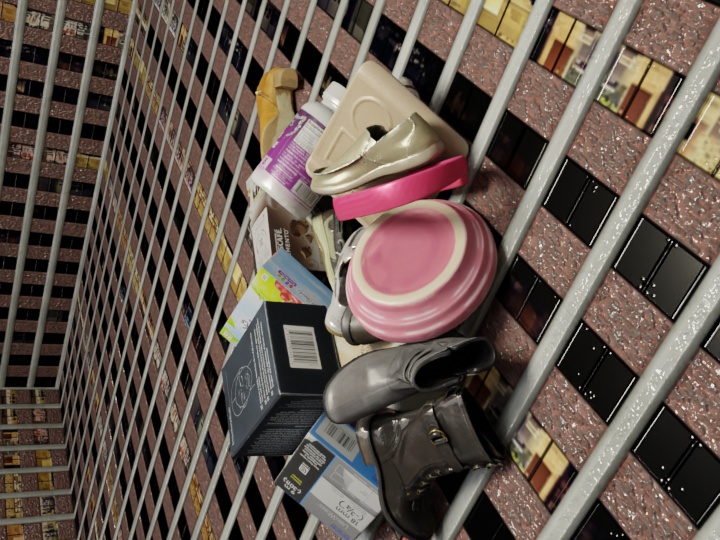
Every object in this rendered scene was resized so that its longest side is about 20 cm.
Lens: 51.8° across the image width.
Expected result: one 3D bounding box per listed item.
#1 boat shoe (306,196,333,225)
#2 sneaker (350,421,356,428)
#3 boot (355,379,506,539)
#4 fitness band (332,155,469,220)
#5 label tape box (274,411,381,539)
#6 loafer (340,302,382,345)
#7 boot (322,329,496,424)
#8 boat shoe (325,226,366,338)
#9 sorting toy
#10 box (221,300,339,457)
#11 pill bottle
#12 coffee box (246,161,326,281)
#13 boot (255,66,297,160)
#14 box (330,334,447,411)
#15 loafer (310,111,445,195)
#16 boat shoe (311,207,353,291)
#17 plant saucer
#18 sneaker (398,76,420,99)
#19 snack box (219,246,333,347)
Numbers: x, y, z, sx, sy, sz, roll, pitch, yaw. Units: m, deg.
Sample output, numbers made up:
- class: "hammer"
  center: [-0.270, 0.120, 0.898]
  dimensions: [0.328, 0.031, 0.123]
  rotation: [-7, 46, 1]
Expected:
- class: "boat shoe"
  center: [-0.067, -0.175, 1.250]
  dimensions: [0.092, 0.074, 0.203]
  rotation: [-30, 69, 35]
- class: "sneaker"
  center: [-0.044, 0.252, 1.143]
  dimensions: [0.199, 0.079, 0.090]
  rotation: [-2, 93, 61]
- class: "boot"
  center: [0.096, 0.236, 0.890]
  dimensions: [0.172, 0.069, 0.203]
  rotation: [-18, 106, 33]
- class: "fitness band"
  center: [0.049, -0.100, 0.915]
  dimensions: [0.199, 0.142, 0.038]
  rotation: [-8, 100, 58]
- class: "label tape box"
  center: [-0.043, 0.312, 1.062]
  dimensions: [0.143, 0.063, 0.201]
  rotation: [37, 128, 6]
- class: "loafer"
  center: [0.048, 0.017, 0.983]
  dimensions: [0.070, 0.073, 0.202]
  rotation: [10, 63, 35]
- class: "boot"
  center: [0.049, 0.119, 0.850]
  dimensions: [0.071, 0.198, 0.132]
  rotation: [61, 172, -3]
- class: "boat shoe"
  center: [0.000, 0.000, 1.048]
  dimensions: [0.070, 0.069, 0.202]
  rotation: [103, -179, -46]
- class: "sorting toy"
  center: [0.033, -0.157, 1.028]
  dimensions: [0.185, 0.036, 0.201]
  rotation: [42, 129, 5]
- class: "box"
  center: [-0.120, 0.165, 1.097]
  dimensions: [0.201, 0.105, 0.151]
  rotation: [-52, 42, 43]
- class: "pill bottle"
  center: [-0.073, -0.191, 1.169]
  dimensions: [0.201, 0.112, 0.112]
  rotation: [-52, 36, 1]
- class: "coffee box"
  center: [-0.129, -0.076, 1.294]
  dimensions: [0.080, 0.111, 0.204]
  rotation: [-38, 53, 50]
- class: "boot"
  center: [-0.172, -0.295, 1.457]
  dimensions: [0.144, 0.070, 0.206]
  rotation: [13, 94, 65]
- class: "box"
  center: [0.033, 0.133, 1.020]
  dimensions: [0.199, 0.077, 0.097]
  rotation: [-2, 83, 59]
- class: "loafer"
  center: [0.015, -0.153, 0.974]
  dimensions: [0.197, 0.076, 0.069]
  rotation: [-16, 101, 28]
- class: "boat shoe"
  center: [-0.019, -0.015, 1.142]
  dimensions: [0.065, 0.072, 0.203]
  rotation: [-30, 61, 14]
- class: "plant saucer"
  center: [0.066, -0.011, 0.907]
  dimensions: [0.197, 0.051, 0.204]
  rotation: [-16, 51, 20]
- class: "sneaker"
  center: [0.025, -0.197, 1.102]
  dimensions: [0.199, 0.074, 0.092]
  rotation: [-37, 47, 43]
- class: "snack box"
  center: [-0.120, 0.089, 1.210]
  dimensions: [0.168, 0.068, 0.201]
  rotation: [40, 134, 1]
